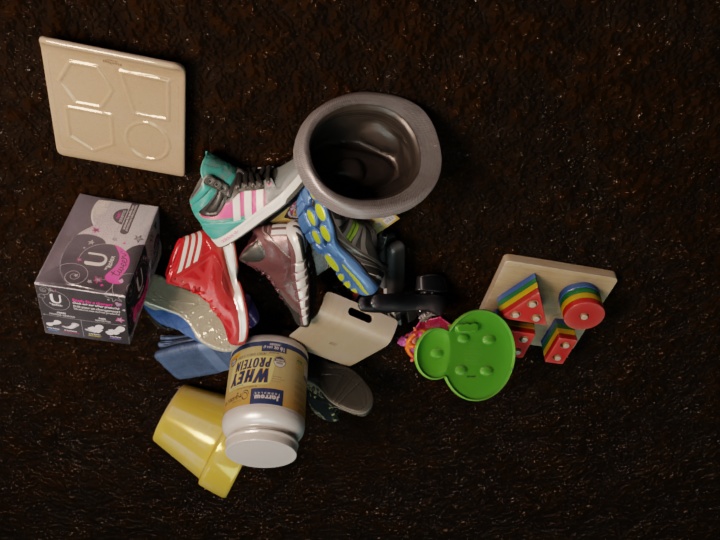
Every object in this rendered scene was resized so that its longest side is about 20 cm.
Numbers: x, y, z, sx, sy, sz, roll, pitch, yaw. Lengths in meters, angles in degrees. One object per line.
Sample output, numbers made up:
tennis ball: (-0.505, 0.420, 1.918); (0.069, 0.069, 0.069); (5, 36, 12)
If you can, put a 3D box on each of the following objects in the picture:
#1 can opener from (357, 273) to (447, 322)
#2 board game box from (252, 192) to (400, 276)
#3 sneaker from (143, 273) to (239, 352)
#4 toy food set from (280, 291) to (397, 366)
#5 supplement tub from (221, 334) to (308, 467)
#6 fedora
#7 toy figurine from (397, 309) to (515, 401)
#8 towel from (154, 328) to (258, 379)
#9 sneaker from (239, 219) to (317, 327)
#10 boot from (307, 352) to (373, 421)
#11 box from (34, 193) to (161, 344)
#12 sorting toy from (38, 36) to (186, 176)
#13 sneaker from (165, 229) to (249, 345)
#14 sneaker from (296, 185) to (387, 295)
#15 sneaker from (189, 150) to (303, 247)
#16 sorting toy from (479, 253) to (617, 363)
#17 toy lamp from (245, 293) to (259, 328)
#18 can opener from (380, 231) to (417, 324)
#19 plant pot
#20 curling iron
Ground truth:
can opener: (0.071, 0.051, 1.077); (0.199, 0.079, 0.063); (-4, 167, -43)
board game box: (-0.054, -0.079, 1.033); (0.200, 0.035, 0.135); (-33, 125, 30)
sneaker: (-0.297, 0.080, 1.144); (0.199, 0.077, 0.111); (29, 161, -8)
toy food set: (-0.044, 0.107, 1.190); (0.143, 0.061, 0.200); (23, 148, -20)
supplement tub: (-0.167, 0.230, 1.160); (0.143, 0.201, 0.145); (0, 143, 0)
fedora: (0.003, -0.148, 0.902); (0.199, 0.178, 0.090); (-15, 172, -17)
toy figurine: (0.134, 0.136, 1.143); (0.199, 0.151, 0.184); (4, 179, -27)
towel: (-0.285, 0.156, 1.268); (0.199, 0.049, 0.112); (-12, 137, 12)
sneaker: (-0.134, 0.003, 1.054); (0.115, 0.076, 0.201); (3, 125, 8)
boot: (-0.045, 0.250, 1.290); (0.203, 0.074, 0.154); (24, 149, 32)
box: (-0.391, -0.006, 1.004); (0.131, 0.201, 0.115); (8, 136, -6)
sorting toy: (-0.334, -0.223, 0.909); (0.184, 0.037, 0.201); (9, 139, -7)
sneaker: (-0.250, 0.034, 1.051); (0.115, 0.078, 0.201); (-13, 100, -23)
sneaker: (-0.026, -0.055, 0.987); (0.071, 0.083, 0.200); (-8, 124, 48)
sneaker: (-0.174, -0.134, 0.957); (0.199, 0.084, 0.121); (-35, 118, 14)
sorting toy: (0.319, 0.079, 1.148); (0.198, 0.070, 0.200); (9, 134, -6)
toy lamp: (-0.241, 0.028, 1.134); (0.058, 0.058, 0.200); (-19, 130, 20)
can opener: (0.061, 0.015, 1.121); (0.066, 0.053, 0.201); (-28, 139, -18)
plant pot: (-0.314, 0.336, 1.360); (0.188, 0.201, 0.201); (27, 132, -1)
curling iron: (0.000, 0.000, 1.094); (0.049, 0.026, 0.200); (21, 143, -12)
